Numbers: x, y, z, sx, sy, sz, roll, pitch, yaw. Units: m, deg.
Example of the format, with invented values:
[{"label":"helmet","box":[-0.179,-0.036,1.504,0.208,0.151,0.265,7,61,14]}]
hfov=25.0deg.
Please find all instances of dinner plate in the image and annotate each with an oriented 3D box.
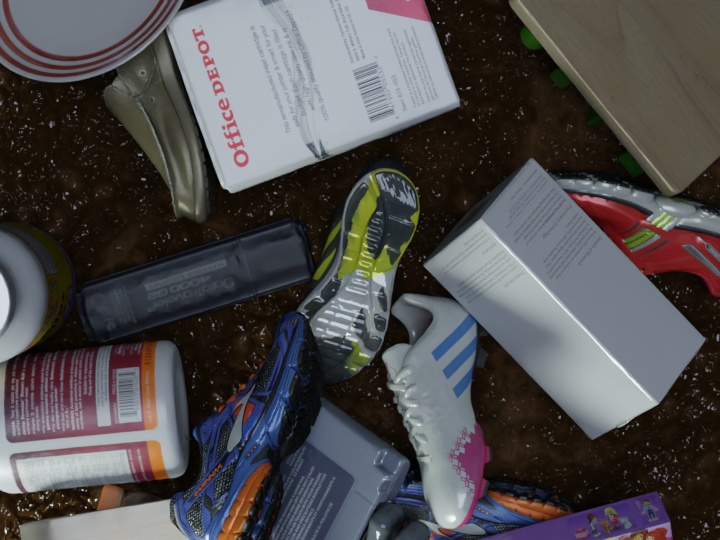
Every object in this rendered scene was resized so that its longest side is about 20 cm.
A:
[{"label":"dinner plate","box":[-0.216,-0.237,1.285,0.198,0.024,0.203,-7,67,17]}]

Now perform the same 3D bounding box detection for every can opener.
[{"label":"can opener","box":[0.013,0.273,1.289,0.052,0.066,0.202,31,129,24]}]

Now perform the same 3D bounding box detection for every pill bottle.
[{"label":"pill bottle","box":[-0.283,0.017,1.241,0.103,0.200,0.106,0,93,0]},{"label":"pill bottle","box":[-0.240,0.119,1.293,0.197,0.110,0.111,-5,93,0]}]

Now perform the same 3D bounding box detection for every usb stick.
[{"label":"usb stick","box":[-0.133,0.009,1.327,0.198,0.033,0.056,-18,100,0]}]

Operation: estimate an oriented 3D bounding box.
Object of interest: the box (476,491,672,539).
[{"label":"box","box":[0.157,0.263,1.307,0.198,0.039,0.138,-15,126,0]}]

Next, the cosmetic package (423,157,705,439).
[{"label":"cosmetic package","box":[0.159,0.026,1.283,0.200,0.108,0.085,45,58,-4]}]

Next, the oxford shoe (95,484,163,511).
[{"label":"oxford shoe","box":[-0.195,0.281,1.323,0.072,0.071,0.203,10,92,-5]}]

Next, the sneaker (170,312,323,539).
[{"label":"sneaker","box":[-0.087,0.119,1.232,0.078,0.076,0.202,14,65,17]}]

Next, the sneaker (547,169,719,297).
[{"label":"sneaker","box":[0.217,-0.028,1.310,0.198,0.077,0.086,17,99,-1]}]

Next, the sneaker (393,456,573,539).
[{"label":"sneaker","box":[0.071,0.205,1.321,0.197,0.075,0.079,12,96,0]}]

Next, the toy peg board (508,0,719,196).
[{"label":"toy peg board","box":[0.239,-0.191,1.303,0.199,0.098,0.200,-41,94,-14]}]

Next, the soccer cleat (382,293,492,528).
[{"label":"soccer cleat","box":[0.052,0.106,1.274,0.086,0.070,0.202,20,49,-21]}]

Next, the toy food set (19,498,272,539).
[{"label":"toy food set","box":[-0.162,0.256,1.272,0.197,0.060,0.145,-10,80,-1]}]

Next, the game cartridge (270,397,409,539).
[{"label":"game cartridge","box":[-0.056,0.202,1.302,0.132,0.041,0.202,33,102,24]}]

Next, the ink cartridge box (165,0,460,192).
[{"label":"ink cartridge box","box":[-0.038,-0.163,1.293,0.198,0.084,0.146,-20,93,-1]}]

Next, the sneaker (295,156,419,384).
[{"label":"sneaker","box":[0.000,0.000,1.311,0.074,0.085,0.201,23,114,-6]}]

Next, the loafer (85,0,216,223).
[{"label":"loafer","box":[-0.167,-0.129,1.302,0.067,0.076,0.202,-17,83,1]}]
